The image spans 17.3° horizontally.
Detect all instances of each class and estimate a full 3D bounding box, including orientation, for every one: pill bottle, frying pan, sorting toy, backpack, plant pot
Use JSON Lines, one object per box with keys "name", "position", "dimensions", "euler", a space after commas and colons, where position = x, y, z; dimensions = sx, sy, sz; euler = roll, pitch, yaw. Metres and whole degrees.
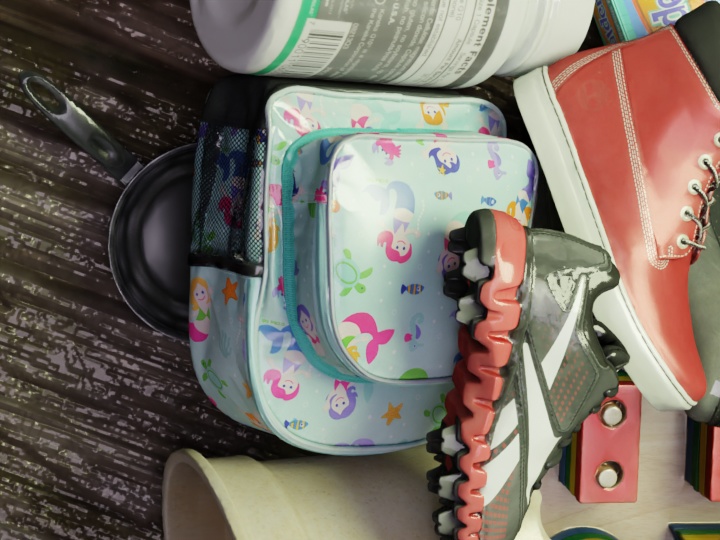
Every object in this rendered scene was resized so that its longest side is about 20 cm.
{"name": "pill bottle", "position": [0.019, -0.155, 1.257], "dimensions": [0.200, 0.113, 0.113], "euler": [1, 101, -33]}
{"name": "frying pan", "position": [-0.120, -0.028, 1.320], "dimensions": [0.190, 0.031, 0.115], "euler": [20, 95, -14]}
{"name": "sorting toy", "position": [0.184, 0.144, 1.385], "dimensions": [0.200, 0.070, 0.199], "euler": [0, 100, -10]}
{"name": "backpack", "position": [0.000, 0.000, 1.273], "dimensions": [0.177, 0.151, 0.200], "euler": [1, 102, -35]}
{"name": "plant pot", "position": [0.007, 0.176, 1.312], "dimensions": [0.183, 0.200, 0.201], "euler": [-13, 102, -18]}

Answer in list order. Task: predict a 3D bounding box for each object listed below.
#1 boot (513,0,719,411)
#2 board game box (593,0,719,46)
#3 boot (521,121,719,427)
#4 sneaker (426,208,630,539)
{"name": "boot", "position": [0.180, -0.036, 1.248], "dimensions": [0.144, 0.072, 0.200], "euler": [-21, 82, 11]}
{"name": "board game box", "position": [0.224, -0.180, 1.325], "dimensions": [0.200, 0.045, 0.152], "euler": [-19, 89, -10]}
{"name": "boot", "position": [0.147, -0.008, 1.329], "dimensions": [0.130, 0.068, 0.200], "euler": [4, 66, -9]}
{"name": "sneaker", "position": [0.086, 0.068, 1.204], "dimensions": [0.098, 0.071, 0.201], "euler": [4, 109, -9]}
